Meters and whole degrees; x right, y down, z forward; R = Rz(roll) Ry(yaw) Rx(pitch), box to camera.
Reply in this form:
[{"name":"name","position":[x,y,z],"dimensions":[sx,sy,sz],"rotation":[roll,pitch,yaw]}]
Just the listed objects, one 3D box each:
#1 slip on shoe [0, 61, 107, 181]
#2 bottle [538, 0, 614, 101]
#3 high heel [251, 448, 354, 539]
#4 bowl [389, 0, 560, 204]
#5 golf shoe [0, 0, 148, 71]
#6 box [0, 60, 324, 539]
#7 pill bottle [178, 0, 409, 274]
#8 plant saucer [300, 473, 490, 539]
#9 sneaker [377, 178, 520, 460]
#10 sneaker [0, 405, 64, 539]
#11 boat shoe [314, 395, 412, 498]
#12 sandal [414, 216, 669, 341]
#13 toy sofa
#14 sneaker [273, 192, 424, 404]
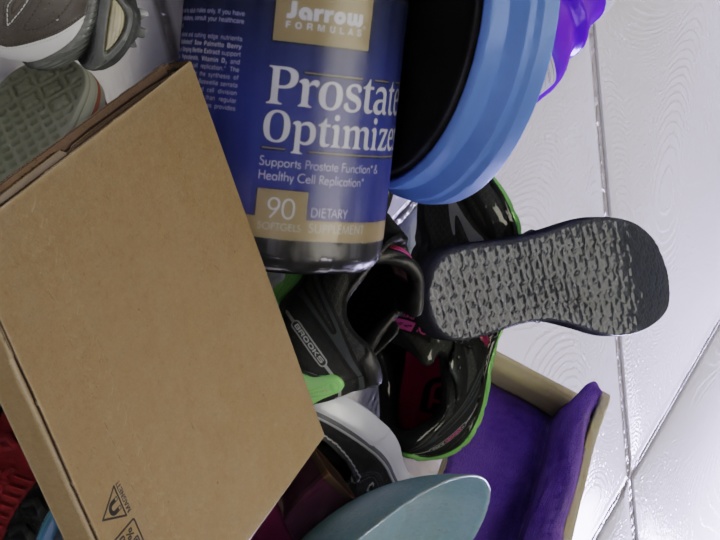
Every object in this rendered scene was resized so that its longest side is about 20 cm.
[{"name":"slip on shoe","position":[-0.150,0.007,0.593],"dimensions":[0.200,0.074,0.061],"rotation":[-70,152,-26]},{"name":"bottle","position":[0.091,-0.144,0.927],"dimensions":[0.200,0.065,0.084],"rotation":[-40,110,-35]},{"name":"high heel","position":[-0.088,0.097,0.750],"dimensions":[0.096,0.067,0.200],"rotation":[-39,124,1]},{"name":"bowl","position":[0.031,-0.135,0.753],"dimensions":[0.039,0.201,0.201],"rotation":[3,98,-27]},{"name":"golf shoe","position":[-0.128,-0.181,0.565],"dimensions":[0.094,0.078,0.201],"rotation":[1,88,-47]},{"name":"box","position":[-0.085,0.035,0.606],"dimensions":[0.164,0.021,0.200],"rotation":[-50,129,-50]},{"name":"pill bottle","position":[-0.034,-0.104,0.713],"dimensions":[0.112,0.112,0.201],"rotation":[-7,105,-59]},{"name":"plant saucer","position":[-0.010,0.179,0.818],"dimensions":[0.201,0.039,0.201],"rotation":[-36,152,-22]},{"name":"sneaker","position":[0.053,0.026,0.925],"dimensions":[0.084,0.077,0.201],"rotation":[-3,99,-62]},{"name":"sneaker","position":[-0.139,0.106,0.653],"dimensions":[0.200,0.079,0.096],"rotation":[-57,156,-22]},{"name":"boat shoe","position":[-0.015,0.132,0.871],"dimensions":[0.200,0.070,0.066],"rotation":[64,43,-56]},{"name":"sandal","position":[0.113,0.004,0.907],"dimensions":[0.200,0.043,0.076],"rotation":[0,90,-31]},{"name":"toy sofa","position":[0.095,0.153,0.977],"dimensions":[0.098,0.083,0.200],"rotation":[-55,-169,52]},{"name":"sneaker","position":[0.000,0.000,0.810],"dimensions":[0.077,0.084,0.200],"rotation":[67,26,-42]}]
